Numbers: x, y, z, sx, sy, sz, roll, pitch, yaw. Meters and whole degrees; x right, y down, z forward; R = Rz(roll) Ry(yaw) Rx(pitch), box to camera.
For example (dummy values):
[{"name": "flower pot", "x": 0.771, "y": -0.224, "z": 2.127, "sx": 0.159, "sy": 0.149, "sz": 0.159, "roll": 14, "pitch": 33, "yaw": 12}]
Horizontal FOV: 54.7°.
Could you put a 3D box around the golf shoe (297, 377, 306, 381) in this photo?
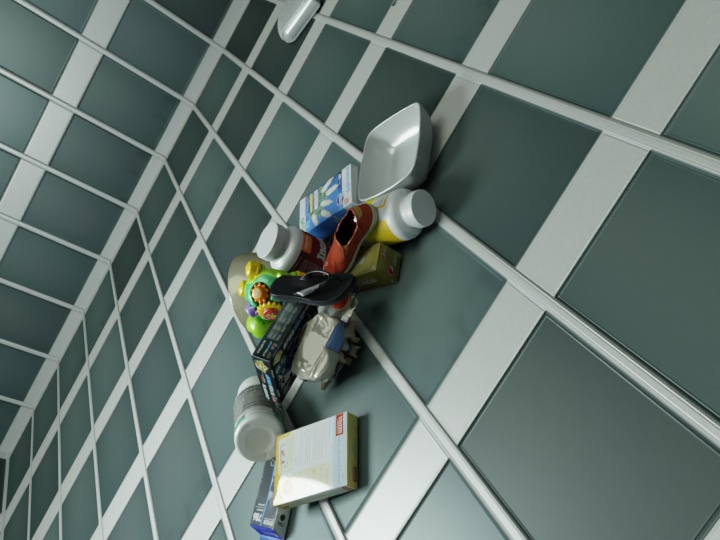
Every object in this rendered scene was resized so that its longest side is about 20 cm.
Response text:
[{"name": "golf shoe", "x": -0.165, "y": 0.190, "z": 1.598, "sx": 0.199, "sy": 0.093, "sz": 0.079, "roll": 26, "pitch": 88, "yaw": 57}]

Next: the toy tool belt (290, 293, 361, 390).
[{"name": "toy tool belt", "x": -0.058, "y": 0.144, "z": 1.450, "sx": 0.123, "sy": 0.123, "sz": 0.204, "roll": 21, "pitch": 80, "yaw": 31}]

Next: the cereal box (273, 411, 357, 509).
[{"name": "cereal box", "x": -0.089, "y": 0.378, "z": 1.378, "sx": 0.197, "sy": 0.039, "sz": 0.147, "roll": -25, "pitch": 49, "yaw": 31}]

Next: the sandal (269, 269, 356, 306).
[{"name": "sandal", "x": -0.102, "y": 0.032, "z": 1.413, "sx": 0.194, "sy": 0.043, "sz": 0.077, "roll": -4, "pitch": 45, "yaw": 24}]

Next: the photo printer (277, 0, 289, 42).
[{"name": "photo printer", "x": -0.223, "y": -0.915, "z": 2.461, "sx": 0.200, "sy": 0.068, "sz": 0.169, "roll": -44, "pitch": 38, "yaw": 31}]

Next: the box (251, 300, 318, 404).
[{"name": "box", "x": -0.150, "y": 0.154, "z": 1.469, "sx": 0.045, "sy": 0.161, "sz": 0.202, "roll": 17, "pitch": 54, "yaw": 18}]

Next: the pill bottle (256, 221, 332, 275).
[{"name": "pill bottle", "x": -0.135, "y": -0.030, "z": 1.603, "sx": 0.112, "sy": 0.197, "sz": 0.116, "roll": -33, "pitch": 43, "yaw": 38}]

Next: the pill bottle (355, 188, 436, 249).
[{"name": "pill bottle", "x": 0.065, "y": -0.108, "z": 1.452, "sx": 0.198, "sy": 0.103, "sz": 0.107, "roll": -14, "pitch": 57, "yaw": 51}]

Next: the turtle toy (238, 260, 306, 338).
[{"name": "turtle toy", "x": -0.203, "y": 0.071, "z": 1.553, "sx": 0.201, "sy": 0.142, "sz": 0.103, "roll": 122, "pitch": 154, "yaw": -47}]

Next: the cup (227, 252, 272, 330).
[{"name": "cup", "x": -0.210, "y": 0.041, "z": 1.702, "sx": 0.140, "sy": 0.201, "sz": 0.205, "roll": -16, "pitch": 52, "yaw": 23}]

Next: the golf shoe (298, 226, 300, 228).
[{"name": "golf shoe", "x": -0.175, "y": -0.061, "z": 1.801, "sx": 0.199, "sy": 0.071, "sz": 0.095, "roll": -179, "pitch": 75, "yaw": -73}]

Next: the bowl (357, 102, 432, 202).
[{"name": "bowl", "x": 0.086, "y": -0.246, "z": 1.545, "sx": 0.197, "sy": 0.074, "sz": 0.205, "roll": -23, "pitch": 50, "yaw": 47}]

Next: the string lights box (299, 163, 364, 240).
[{"name": "string lights box", "x": -0.064, "y": -0.155, "z": 1.650, "sx": 0.198, "sy": 0.058, "sz": 0.106, "roll": -30, "pitch": 53, "yaw": 42}]

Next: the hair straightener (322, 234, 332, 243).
[{"name": "hair straightener", "x": -0.068, "y": -0.124, "z": 1.731, "sx": 0.204, "sy": 0.040, "sz": 0.077, "roll": -64, "pitch": 31, "yaw": 10}]

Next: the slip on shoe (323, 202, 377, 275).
[{"name": "slip on shoe", "x": -0.034, "y": -0.059, "z": 1.449, "sx": 0.075, "sy": 0.060, "sz": 0.202, "roll": 58, "pitch": 132, "yaw": 31}]

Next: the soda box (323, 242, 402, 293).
[{"name": "soda box", "x": 0.000, "y": 0.000, "z": 1.507, "sx": 0.198, "sy": 0.067, "sz": 0.066, "roll": -17, "pitch": 54, "yaw": 50}]

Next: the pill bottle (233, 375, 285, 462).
[{"name": "pill bottle", "x": -0.228, "y": 0.324, "z": 1.553, "sx": 0.115, "sy": 0.111, "sz": 0.201, "roll": -57, "pitch": 19, "yaw": 11}]

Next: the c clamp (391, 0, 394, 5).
[{"name": "c clamp", "x": 0.113, "y": -0.864, "z": 1.972, "sx": 0.171, "sy": 0.027, "sz": 0.203, "roll": -49, "pitch": 36, "yaw": 25}]

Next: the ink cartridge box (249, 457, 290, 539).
[{"name": "ink cartridge box", "x": -0.182, "y": 0.485, "z": 1.473, "sx": 0.098, "sy": 0.039, "sz": 0.206, "roll": -17, "pitch": 56, "yaw": 49}]
